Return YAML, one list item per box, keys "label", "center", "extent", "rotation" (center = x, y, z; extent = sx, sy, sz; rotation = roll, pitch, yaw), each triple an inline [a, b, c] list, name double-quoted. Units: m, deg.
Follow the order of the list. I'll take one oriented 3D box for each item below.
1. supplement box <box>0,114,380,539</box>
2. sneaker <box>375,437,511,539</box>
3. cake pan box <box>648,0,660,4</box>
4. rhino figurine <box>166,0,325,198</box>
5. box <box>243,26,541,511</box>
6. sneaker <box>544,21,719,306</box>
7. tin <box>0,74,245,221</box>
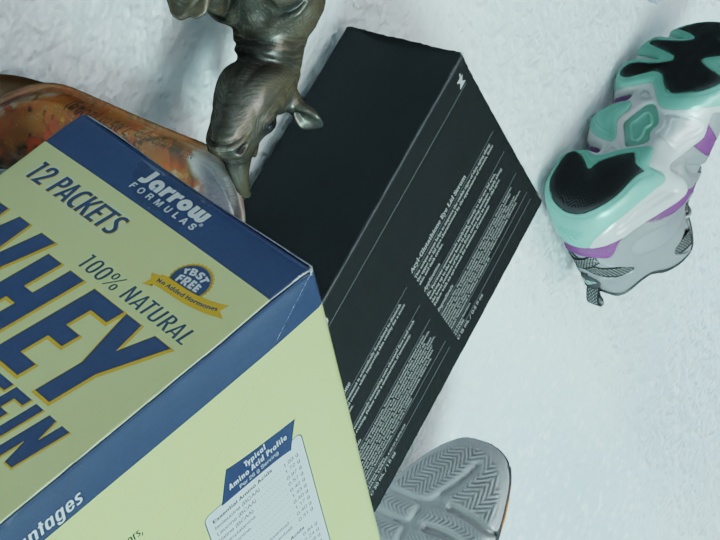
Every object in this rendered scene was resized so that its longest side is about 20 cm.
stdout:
- label: "supplement box"
  center: [-0.115, 0.090, 0.717]
  extent: [0.200, 0.134, 0.200]
  rotation: [-40, 143, -24]
- label: "sneaker"
  center: [0.043, 0.196, 1.117]
  extent: [0.200, 0.077, 0.112]
  rotation: [-61, 151, 2]
- label: "cake pan box"
  center: [0.206, -0.290, 1.104]
  extent: [0.200, 0.052, 0.184]
  rotation: [-43, 142, -14]
- label: "rhino figurine"
  center: [-0.045, -0.130, 0.822]
  extent: [0.087, 0.060, 0.201]
  rotation: [-28, 123, -67]
- label: "box"
  center: [0.000, 0.000, 0.947]
  extent: [0.200, 0.079, 0.141]
  rotation: [-60, 148, -18]
- label: "sneaker"
  center: [0.198, -0.062, 1.224]
  extent: [0.200, 0.078, 0.140]
  rotation: [-45, 141, -21]
- label: "tin"
  center: [-0.123, -0.016, 0.796]
  extent: [0.200, 0.042, 0.112]
  rotation: [22, 82, -57]
